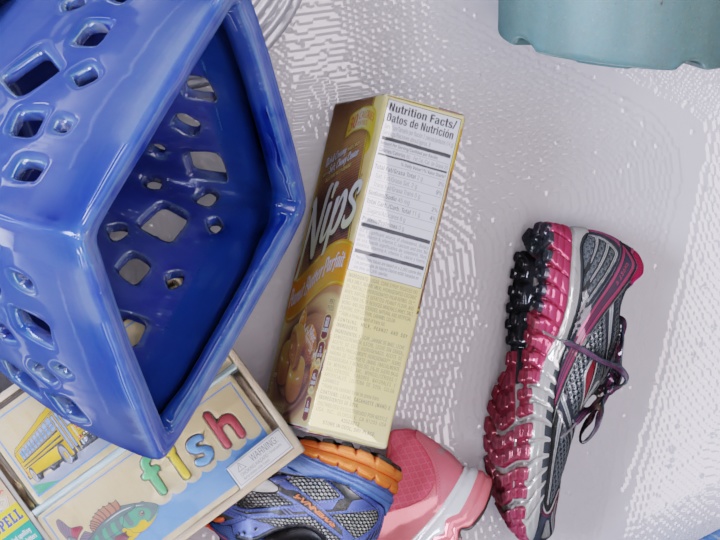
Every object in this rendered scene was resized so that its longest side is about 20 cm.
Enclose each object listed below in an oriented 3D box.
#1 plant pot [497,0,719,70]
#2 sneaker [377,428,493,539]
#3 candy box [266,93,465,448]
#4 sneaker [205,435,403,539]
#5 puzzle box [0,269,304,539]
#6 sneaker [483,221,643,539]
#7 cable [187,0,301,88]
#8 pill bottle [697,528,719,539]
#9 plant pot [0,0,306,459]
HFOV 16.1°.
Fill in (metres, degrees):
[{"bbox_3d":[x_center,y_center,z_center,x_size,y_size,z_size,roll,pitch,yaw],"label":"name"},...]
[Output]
[{"bbox_3d":[0.164,-0.227,1.509,0.199,0.200,0.197,1,104,-14],"label":"plant pot"},{"bbox_3d":[-0.009,0.183,1.584,0.087,0.074,0.200,42,84,1],"label":"sneaker"},{"bbox_3d":[0.000,0.000,1.516,0.055,0.115,0.201,14,87,-16],"label":"candy box"},{"bbox_3d":[-0.077,0.133,1.524,0.199,0.075,0.079,9,78,4],"label":"sneaker"},{"bbox_3d":[-0.148,0.109,1.467,0.200,0.025,0.133,-37,88,-14],"label":"puzzle box"},{"bbox_3d":[0.128,0.073,1.588,0.074,0.081,0.201,10,94,-17],"label":"sneaker"},{"bbox_3d":[-0.118,-0.203,1.495,0.199,0.069,0.201,29,89,-16],"label":"cable"},{"bbox_3d":[0.187,0.247,1.609,0.199,0.112,0.113,-26,103,-10],"label":"pill bottle"},{"bbox_3d":[-0.161,-0.045,1.404,0.201,0.179,0.201,-61,152,-32],"label":"plant pot"}]
